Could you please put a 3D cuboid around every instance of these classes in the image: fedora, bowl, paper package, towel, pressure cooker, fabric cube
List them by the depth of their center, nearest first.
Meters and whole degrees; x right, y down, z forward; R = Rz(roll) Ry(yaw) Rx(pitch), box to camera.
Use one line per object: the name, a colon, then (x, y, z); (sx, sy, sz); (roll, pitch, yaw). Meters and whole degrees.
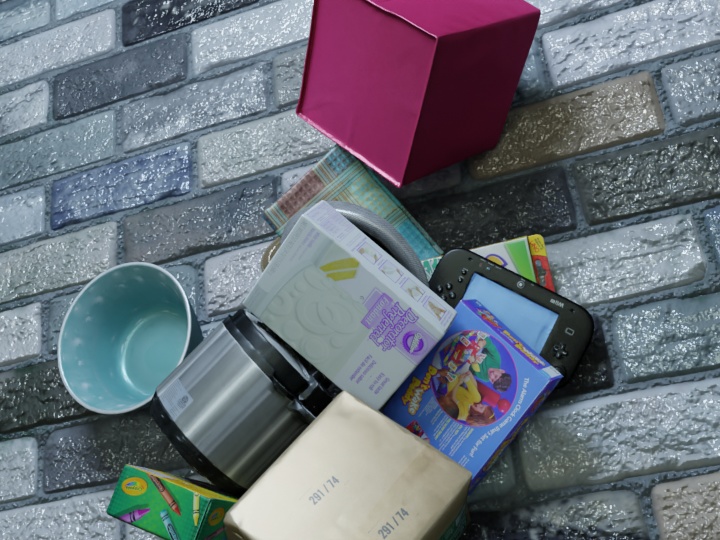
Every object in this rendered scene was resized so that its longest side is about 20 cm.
paper package: (-0.008, 0.262, 0.886); (0.190, 0.104, 0.200); (29, 56, 27)
fedora: (0.000, 0.000, 1.004); (0.199, 0.090, 0.178); (32, 119, 8)
pressure cooker: (-0.129, 0.146, 1.011); (0.176, 0.179, 0.200); (44, 86, 3)
fabric cube: (0.065, -0.255, 1.038); (0.198, 0.197, 0.200); (-27, 54, -38)
towel: (-0.008, -0.044, 1.071); (0.147, 0.022, 0.200); (-42, 97, 1)
bowl: (-0.291, 0.101, 1.131); (0.199, 0.105, 0.203); (-7, 69, 18)

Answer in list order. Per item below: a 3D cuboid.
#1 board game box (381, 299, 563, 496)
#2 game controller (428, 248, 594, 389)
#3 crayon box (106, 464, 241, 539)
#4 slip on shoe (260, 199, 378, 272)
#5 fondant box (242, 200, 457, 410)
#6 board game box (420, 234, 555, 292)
board game box: (0.115, 0.153, 0.959); (0.134, 0.045, 0.201); (43, 111, 24)
game controller: (0.170, 0.055, 0.991); (0.199, 0.042, 0.105); (27, 101, 11)
crayon box: (-0.184, 0.281, 0.975); (0.118, 0.200, 0.059); (14, 75, 23)
slip on shoe: (-0.050, -0.046, 1.123); (0.198, 0.061, 0.077); (-21, 66, 11)
fondant box: (-0.014, 0.043, 0.941); (0.200, 0.058, 0.145); (39, 120, 3)
board game box: (0.135, 0.023, 1.033); (0.198, 0.030, 0.097); (-13, 92, 12)
